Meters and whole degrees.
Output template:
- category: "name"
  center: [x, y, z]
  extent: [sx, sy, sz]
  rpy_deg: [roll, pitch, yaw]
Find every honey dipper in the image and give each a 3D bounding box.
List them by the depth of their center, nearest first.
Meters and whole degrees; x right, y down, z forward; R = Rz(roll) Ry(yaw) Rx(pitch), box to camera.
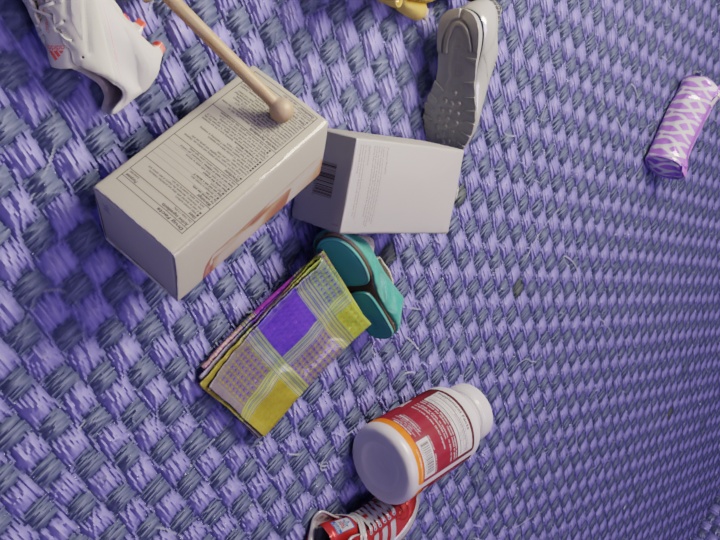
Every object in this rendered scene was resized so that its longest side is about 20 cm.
- category: "honey dipper"
  center: [-0.131, -0.201, 0.733]
  extent: [0.200, 0.038, 0.038]
  rpy_deg: [44, 69, -17]

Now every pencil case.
- category: "pencil case"
  center: [0.610, -0.269, 1.602]
  extent: [0.084, 0.085, 0.202]
  rpy_deg: [40, 75, -50]

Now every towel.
- category: "towel"
  center: [-0.081, 0.089, 0.969]
  extent: [0.200, 0.023, 0.144]
  rpy_deg: [-45, 134, -14]

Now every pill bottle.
- category: "pill bottle"
  center: [0.092, 0.230, 1.179]
  extent: [0.199, 0.112, 0.115]
  rpy_deg: [-20, 119, -44]

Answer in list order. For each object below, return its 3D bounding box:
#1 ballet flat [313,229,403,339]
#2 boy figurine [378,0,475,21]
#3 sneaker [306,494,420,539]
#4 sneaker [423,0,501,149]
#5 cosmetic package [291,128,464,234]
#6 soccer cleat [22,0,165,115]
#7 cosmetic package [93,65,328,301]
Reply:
- category: "ballet flat"
  center: [0.000, 0.000, 1.029]
  extent: [0.201, 0.067, 0.071]
  rpy_deg: [59, 36, -43]
- category: "boy figurine"
  center: [0.077, -0.339, 0.959]
  extent: [0.199, 0.064, 0.125]
  rpy_deg: [-23, 145, -47]
- category: "sneaker"
  center: [0.004, 0.338, 1.153]
  extent: [0.200, 0.071, 0.113]
  rpy_deg: [-46, 138, -24]
- category: "sneaker"
  center: [0.133, -0.232, 1.052]
  extent: [0.080, 0.076, 0.202]
  rpy_deg: [-38, 149, -43]
- category: "cosmetic package"
  center: [0.025, -0.101, 0.989]
  extent: [0.199, 0.084, 0.109]
  rpy_deg: [-2, 107, -50]
- category: "soccer cleat"
  center: [-0.231, -0.203, 0.667]
  extent: [0.078, 0.069, 0.200]
  rpy_deg: [-56, 142, -12]
- category: "cosmetic package"
  center: [-0.132, -0.083, 0.783]
  extent: [0.200, 0.103, 0.088]
  rpy_deg: [-44, 164, -28]
